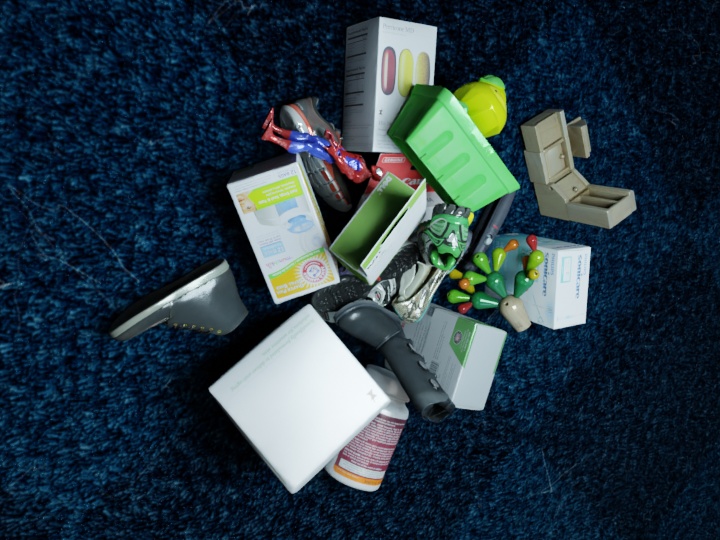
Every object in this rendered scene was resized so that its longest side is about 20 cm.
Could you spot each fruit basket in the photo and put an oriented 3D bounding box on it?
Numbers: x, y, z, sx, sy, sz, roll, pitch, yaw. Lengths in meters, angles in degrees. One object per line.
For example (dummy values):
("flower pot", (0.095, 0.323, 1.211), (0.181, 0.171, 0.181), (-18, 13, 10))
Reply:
("fruit basket", (0.170, -0.219, 0.960), (0.215, 0.156, 0.216), (-6, 111, -15))

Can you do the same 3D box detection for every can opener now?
("can opener", (0.243, -0.082, 1.194), (0.079, 0.063, 0.200), (40, 81, -29))

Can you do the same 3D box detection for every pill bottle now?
("pill bottle", (0.018, 0.280, 1.118), (0.114, 0.114, 0.201), (23, 90, -31))

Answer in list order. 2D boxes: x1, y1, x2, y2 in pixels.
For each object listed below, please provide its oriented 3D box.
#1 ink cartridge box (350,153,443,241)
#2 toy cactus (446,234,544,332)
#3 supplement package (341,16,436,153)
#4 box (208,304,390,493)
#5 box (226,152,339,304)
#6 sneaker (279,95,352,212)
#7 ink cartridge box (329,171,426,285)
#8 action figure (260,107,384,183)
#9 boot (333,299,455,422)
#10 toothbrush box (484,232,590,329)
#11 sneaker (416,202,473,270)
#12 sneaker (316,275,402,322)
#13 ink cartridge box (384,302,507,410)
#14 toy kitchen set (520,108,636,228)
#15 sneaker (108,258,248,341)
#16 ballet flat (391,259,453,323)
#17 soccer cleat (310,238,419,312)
("ink cartridge box", (0.095, -0.120, 1.059), (0.199, 0.045, 0.176), (-6, 144, -28))
("toy cactus", (0.259, 0.037, 1.124), (0.200, 0.102, 0.165), (-31, 98, 17))
("supplement package", (0.044, -0.294, 1.010), (0.113, 0.109, 0.201), (-4, 103, -29))
("box", (-0.101, 0.194, 0.966), (0.199, 0.171, 0.200), (-40, 92, -16))
("box", (-0.114, -0.068, 0.957), (0.112, 0.101, 0.201), (-18, 111, 2))
("sneaker", (-0.051, -0.191, 1.004), (0.082, 0.077, 0.200), (-39, 117, -24))
("ink cartridge box", (0.025, -0.068, 0.889), (0.076, 0.200, 0.148), (37, 86, 9))
("action figure", (-0.049, -0.180, 0.929), (0.200, 0.066, 0.052), (24, 116, -24))
("boot", (0.056, 0.148, 0.994), (0.066, 0.200, 0.165), (-44, 146, 23))
("toothbrush box", (0.333, 0.014, 1.186), (0.085, 0.200, 0.147), (-7, 105, -28))
("sneaker", (0.124, -0.039, 0.988), (0.078, 0.200, 0.086), (13, 77, 3))
("sneaker", (0.024, 0.041, 1.087), (0.200, 0.088, 0.074), (-31, 112, -22))
("ink cartridge box", (0.146, 0.143, 1.111), (0.084, 0.200, 0.147), (15, 94, -34))
("toy kitchen set", (0.450, -0.221, 1.211), (0.163, 0.180, 0.200), (-33, 119, -20))
("sneaker", (-0.267, 0.075, 0.936), (0.200, 0.075, 0.107), (-31, 111, -21))
("ballet flat", (0.121, 0.000, 1.110), (0.075, 0.068, 0.200), (46, 70, -31))
("soccer cleat", (0.000, 0.000, 1.029), (0.200, 0.073, 0.068), (-31, 134, -10))
